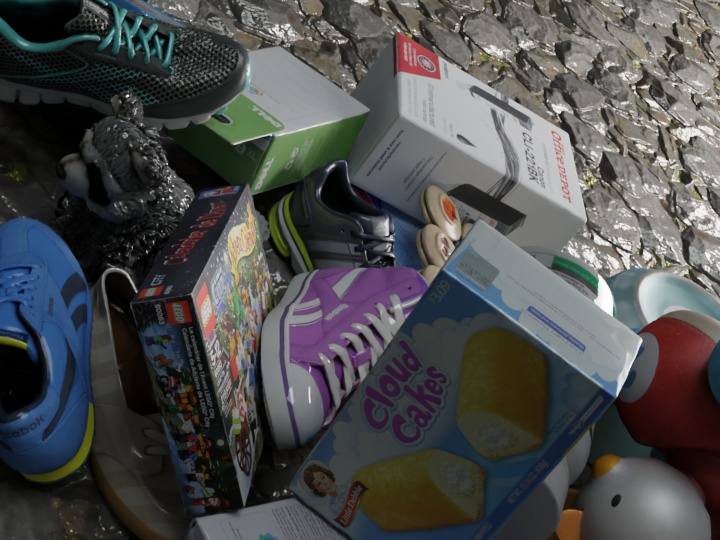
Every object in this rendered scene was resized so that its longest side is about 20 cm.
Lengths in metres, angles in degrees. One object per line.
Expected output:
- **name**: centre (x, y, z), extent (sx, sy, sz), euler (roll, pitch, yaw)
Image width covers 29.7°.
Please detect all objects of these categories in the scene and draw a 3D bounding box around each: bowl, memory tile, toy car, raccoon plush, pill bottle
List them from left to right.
- **raccoon plush**: centre (-0.132, -0.067, 0.966), extent (0.199, 0.134, 0.097), euler (-21, 64, -47)
- **memory tile**: centre (0.091, 0.034, 1.079), extent (0.153, 0.017, 0.201), euler (47, 31, -30)
- **pill bottle**: centre (0.109, 0.085, 0.938), extent (0.113, 0.113, 0.200), euler (31, 43, -7)
- **toy car**: centre (0.203, 0.146, 0.941), extent (0.200, 0.184, 0.177), euler (-35, 100, -19)
- **bowl**: centre (0.247, 0.075, 1.135), extent (0.200, 0.105, 0.201), euler (21, 40, -18)

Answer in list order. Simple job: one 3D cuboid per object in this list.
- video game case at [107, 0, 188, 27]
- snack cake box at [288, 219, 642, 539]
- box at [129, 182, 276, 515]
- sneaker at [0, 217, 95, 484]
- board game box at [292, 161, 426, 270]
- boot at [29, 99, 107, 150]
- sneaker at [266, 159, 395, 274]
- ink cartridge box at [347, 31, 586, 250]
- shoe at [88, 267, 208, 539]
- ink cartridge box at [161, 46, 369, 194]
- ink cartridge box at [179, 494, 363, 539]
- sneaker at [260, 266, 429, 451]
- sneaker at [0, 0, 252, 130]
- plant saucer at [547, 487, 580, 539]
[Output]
- **video game case**: centre (-0.206, -0.221, 1.076), extent (0.143, 0.018, 0.200), euler (30, 7, 3)
- **snack cake box**: centre (0.055, 0.084, 0.780), extent (0.115, 0.200, 0.067), euler (35, 36, 4)
- **box**: centre (-0.088, 0.041, 0.854), extent (0.037, 0.137, 0.200), euler (-8, 21, 8)
- **sneaker**: centre (-0.207, 0.031, 0.842), extent (0.066, 0.079, 0.201), euler (-17, 52, 1)
- **board game box**: centre (0.016, -0.039, 1.147), extent (0.103, 0.019, 0.200), euler (-14, 60, -47)
- **boot**: centre (-0.253, -0.146, 1.017), extent (0.162, 0.073, 0.198), euler (41, 39, -3)
- **sneaker**: centre (0.000, 0.000, 1.043), extent (0.074, 0.081, 0.200), euler (-13, 59, -44)
- **ink cartridge box**: centre (0.093, -0.100, 1.195), extent (0.199, 0.084, 0.145), euler (28, 33, -20)
- **shoe**: centre (-0.141, 0.086, 0.868), extent (0.070, 0.053, 0.201), euler (1, 50, -37)
- **ink cartridge box**: centre (-0.090, -0.117, 1.064), extent (0.104, 0.060, 0.200), euler (37, 28, 17)
- **ink cartridge box**: centre (-0.005, 0.208, 0.827), extent (0.199, 0.076, 0.137), euler (-6, 53, -39)
- **sneaker**: centre (-0.001, 0.047, 0.914), extent (0.114, 0.073, 0.201), euler (-6, 27, 12)
- **sneaker**: centre (-0.173, -0.151, 0.929), extent (0.199, 0.091, 0.078), euler (3, 68, -6)
- **plant saucer**: centre (0.161, 0.227, 0.967), extent (0.199, 0.035, 0.201), euler (21, 40, -19)
